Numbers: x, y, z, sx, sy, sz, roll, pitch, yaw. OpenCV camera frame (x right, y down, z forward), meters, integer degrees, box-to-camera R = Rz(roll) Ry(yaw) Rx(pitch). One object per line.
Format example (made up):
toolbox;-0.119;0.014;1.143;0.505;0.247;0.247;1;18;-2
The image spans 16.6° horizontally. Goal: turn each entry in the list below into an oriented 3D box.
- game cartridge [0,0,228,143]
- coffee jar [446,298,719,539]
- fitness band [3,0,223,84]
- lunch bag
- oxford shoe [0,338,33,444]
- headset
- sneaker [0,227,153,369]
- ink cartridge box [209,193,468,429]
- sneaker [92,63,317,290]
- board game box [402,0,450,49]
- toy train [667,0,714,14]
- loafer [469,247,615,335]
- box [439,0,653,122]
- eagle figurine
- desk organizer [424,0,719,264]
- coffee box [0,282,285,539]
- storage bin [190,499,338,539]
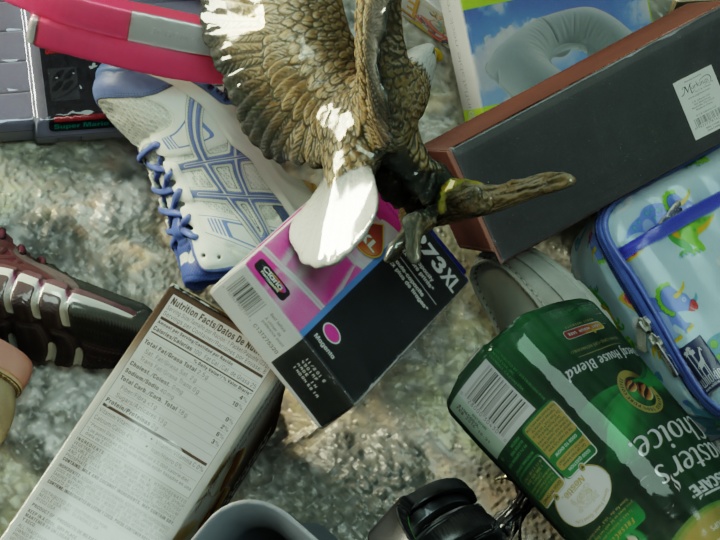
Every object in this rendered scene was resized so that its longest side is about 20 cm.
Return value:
game cartridge;-0.134;-0.142;1.483;0.199;0.038;0.130;-5;62;-11
coffee jar;0.143;0.112;1.303;0.200;0.085;0.104;50;30;18
fitness band;-0.124;-0.157;1.417;0.199;0.038;0.144;14;26;-2
lunch bag;0.232;-0.005;1.439;0.199;0.082;0.161;-26;78;-21
oxford shoe;-0.283;0.052;1.348;0.199;0.071;0.074;16;66;-1
headset;0.071;0.153;1.294;0.123;0.200;0.094;42;100;1
sneaker;-0.202;-0.020;1.393;0.199;0.076;0.116;13;61;-2
ink cartridge box;0.000;0.000;1.356;0.095;0.037;0.200;51;34;-4
sneaker;-0.084;-0.038;1.405;0.200;0.075;0.088;41;71;-3
board game box;0.049;-0.224;1.548;0.200;0.034;0.135;36;65;9
toy train;0.283;-0.170;1.560;0.199;0.034;0.046;-5;62;-12
loafer;0.122;0.070;1.403;0.070;0.070;0.200;-28;73;-29
box;0.112;-0.149;1.472;0.121;0.048;0.201;-13;95;-15
eagle figurine;0.002;-0.109;1.306;0.151;0.151;0.201;-26;101;4
desk organizer;0.138;-0.084;1.416;0.199;0.077;0.072;-28;101;-13
coffee box;-0.122;0.124;1.315;0.079;0.115;0.200;29;63;6
storage bin;-0.013;0.222;1.270;0.200;0.134;0.146;41;98;11
